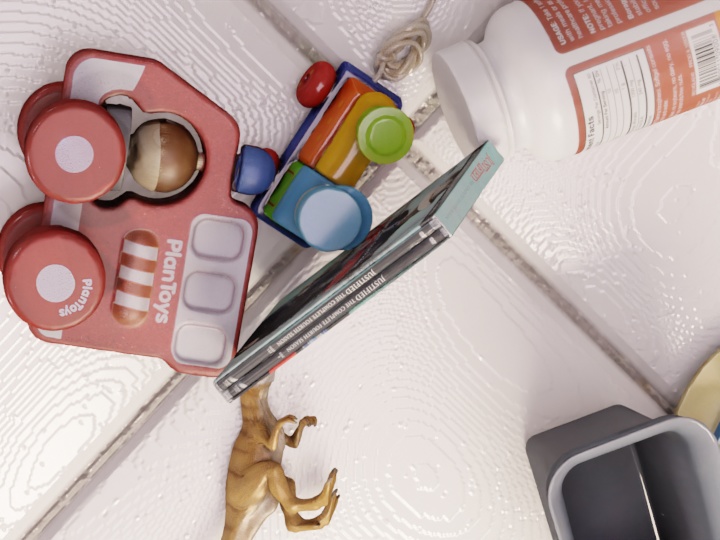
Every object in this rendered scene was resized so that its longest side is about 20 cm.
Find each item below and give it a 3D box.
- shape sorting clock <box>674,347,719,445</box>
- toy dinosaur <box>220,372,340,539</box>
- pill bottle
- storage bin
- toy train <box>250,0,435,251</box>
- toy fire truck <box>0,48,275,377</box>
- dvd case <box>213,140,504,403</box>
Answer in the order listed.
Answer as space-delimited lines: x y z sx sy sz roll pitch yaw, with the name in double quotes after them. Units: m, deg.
0.315 0.134 1.854 0.199 0.039 0.201 -2 100 -12 "shape sorting clock"
-0.072 0.156 1.766 0.106 0.060 0.201 15 92 8 "toy dinosaur"
0.155 -0.142 1.724 0.199 0.112 0.113 -21 105 -9 "pill bottle"
0.180 0.195 1.784 0.145 0.134 0.201 -20 104 -9 "storage bin"
0.008 -0.103 1.693 0.084 0.116 0.200 33 92 -18 "toy train"
-0.146 -0.039 1.667 0.167 0.112 0.201 9 99 -13 "toy fire truck"
0.000 0.000 1.657 0.200 0.146 0.022 -36 98 27 "dvd case"
